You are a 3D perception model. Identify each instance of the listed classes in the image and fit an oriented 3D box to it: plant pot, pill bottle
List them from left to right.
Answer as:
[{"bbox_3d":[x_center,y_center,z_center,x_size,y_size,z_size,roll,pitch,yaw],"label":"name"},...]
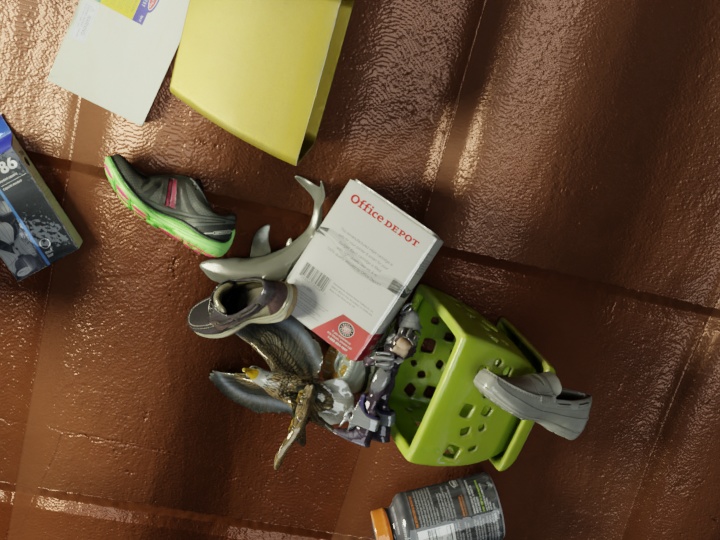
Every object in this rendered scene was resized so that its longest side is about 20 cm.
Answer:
[{"bbox_3d":[-0.123,-0.265,1.088,0.175,0.200,0.202,17,106,-1],"label":"plant pot"},{"bbox_3d":[0.117,0.389,1.378,0.198,0.106,0.107,-12,110,-4],"label":"pill bottle"},{"bbox_3d":[0.151,0.160,1.263,0.180,0.200,0.201,17,105,-21],"label":"plant pot"}]

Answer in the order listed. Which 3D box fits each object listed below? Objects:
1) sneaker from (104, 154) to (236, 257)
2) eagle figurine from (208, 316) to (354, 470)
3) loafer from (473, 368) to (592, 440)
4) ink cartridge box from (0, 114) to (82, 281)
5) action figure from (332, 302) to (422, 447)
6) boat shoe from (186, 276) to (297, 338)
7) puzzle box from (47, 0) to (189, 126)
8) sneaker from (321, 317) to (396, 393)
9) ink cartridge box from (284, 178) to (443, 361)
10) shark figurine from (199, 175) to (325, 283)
[{"bbox_3d":[-0.255,-0.097,1.190,0.199,0.077,0.084,35,76,-16],"label":"sneaker"},{"bbox_3d":[-0.118,0.150,1.240,0.151,0.200,0.152,-33,127,-14],"label":"eagle figurine"},{"bbox_3d":[0.227,0.160,1.150,0.199,0.070,0.070,25,96,-36],"label":"loafer"},{"bbox_3d":[-0.465,-0.094,1.169,0.099,0.039,0.201,-28,109,3],"label":"ink cartridge box"},{"bbox_3d":[0.034,0.137,1.194,0.069,0.130,0.202,23,98,17],"label":"action figure"},{"bbox_3d":[-0.172,0.043,1.194,0.199,0.073,0.065,-11,147,40],"label":"boat shoe"},{"bbox_3d":[-0.298,-0.304,1.128,0.132,0.025,0.201,25,103,-15],"label":"puzzle box"},{"bbox_3d":[0.019,0.087,1.291,0.087,0.076,0.201,24,97,-43],"label":"sneaker"},{"bbox_3d":[0.000,0.000,1.204,0.146,0.083,0.201,35,96,13],"label":"ink cartridge box"},{"bbox_3d":[-0.103,-0.023,1.220,0.214,0.090,0.128,-40,111,8],"label":"shark figurine"}]
